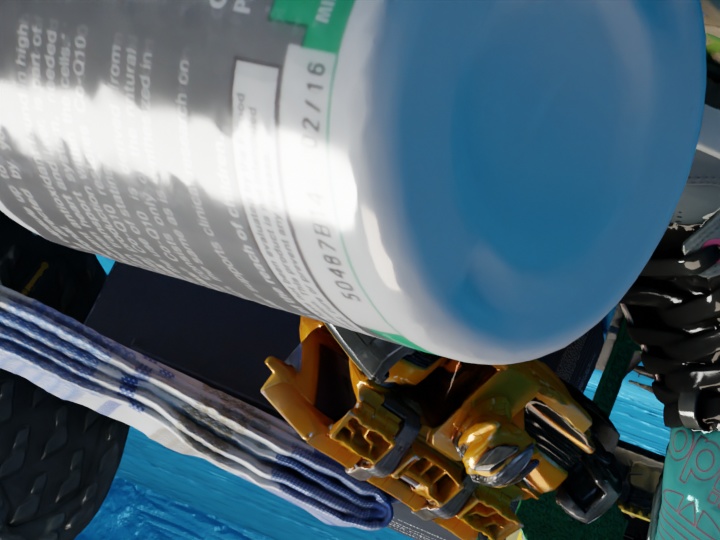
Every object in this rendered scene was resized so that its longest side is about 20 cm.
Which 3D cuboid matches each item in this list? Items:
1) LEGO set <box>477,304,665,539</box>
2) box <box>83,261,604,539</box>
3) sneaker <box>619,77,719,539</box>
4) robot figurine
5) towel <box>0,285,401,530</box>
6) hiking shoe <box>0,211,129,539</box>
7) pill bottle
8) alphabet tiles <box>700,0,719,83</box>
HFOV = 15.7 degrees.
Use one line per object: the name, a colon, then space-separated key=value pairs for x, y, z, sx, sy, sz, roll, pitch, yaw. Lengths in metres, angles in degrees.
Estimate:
LEGO set: x=0.136 y=0.105 z=0.917 sx=0.199 sy=0.154 sz=0.116 roll=13 pitch=143 yaw=0
box: x=0.002 y=0.026 z=0.967 sx=0.148 sy=0.107 sz=0.200 roll=23 pitch=171 yaw=11
sneaker: x=0.095 y=0.030 z=0.682 sx=0.200 sy=0.121 sz=0.084 roll=29 pitch=169 yaw=-24
robot figurine: x=0.000 y=0.000 z=0.743 sx=0.145 sy=0.058 sz=0.200 roll=35 pitch=-163 yaw=-39
towel: x=-0.086 y=0.041 z=0.881 sx=0.200 sy=0.024 sz=0.147 roll=26 pitch=171 yaw=-8
hiking shoe: x=-0.134 y=0.016 z=1.013 sx=0.074 sy=0.201 sz=0.087 roll=-1 pitch=163 yaw=-19
pill bottle: x=-0.029 y=-0.052 z=0.610 sx=0.200 sy=0.113 sz=0.113 roll=15 pitch=166 yaw=42
alphabet tiles: x=0.046 y=-0.058 z=0.712 sx=0.200 sy=0.008 sz=0.167 roll=15 pitch=167 yaw=42
